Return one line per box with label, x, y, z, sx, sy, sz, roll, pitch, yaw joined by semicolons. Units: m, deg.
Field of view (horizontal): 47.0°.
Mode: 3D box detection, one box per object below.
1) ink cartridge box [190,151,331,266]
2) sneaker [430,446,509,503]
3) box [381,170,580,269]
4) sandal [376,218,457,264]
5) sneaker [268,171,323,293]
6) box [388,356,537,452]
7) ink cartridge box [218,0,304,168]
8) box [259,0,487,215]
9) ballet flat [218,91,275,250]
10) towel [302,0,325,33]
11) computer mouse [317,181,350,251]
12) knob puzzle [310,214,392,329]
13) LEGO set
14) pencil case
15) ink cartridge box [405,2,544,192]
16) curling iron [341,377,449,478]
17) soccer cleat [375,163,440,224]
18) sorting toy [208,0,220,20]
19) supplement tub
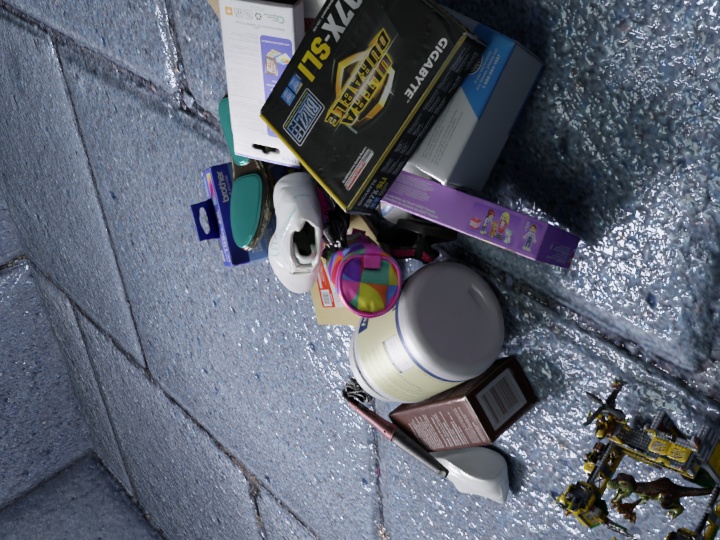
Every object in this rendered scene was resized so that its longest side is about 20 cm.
ink cartridge box;-0.135;-0.087;1.142;0.076;0.196;0.140;180;75;-73
sneaker;0.134;0.285;1.225;0.198;0.075;0.090;25;147;42
box;0.118;-0.057;0.864;0.197;0.136;0.040;24;97;28
sandal;0.065;-0.030;1.018;0.200;0.073;0.046;164;119;-77
sneaker;-0.080;-0.027;1.057;0.202;0.069;0.081;93;164;-51
box;0.132;0.185;1.109;0.076;0.099;0.199;59;149;-2
ink cartridge box;-0.110;-0.222;0.971;0.093;0.037;0.203;14;128;16
box;0.005;-0.184;0.807;0.160;0.049;0.201;49;114;28
ballet flat;-0.135;-0.131;1.072;0.067;0.075;0.205;-6;93;39
towel;-0.074;-0.297;0.944;0.141;0.023;0.201;10;149;21
computer mouse;-0.039;-0.132;0.992;0.139;0.051;0.205;-83;-7;-75
knob puzzle;-0.014;-0.013;1.212;0.218;0.030;0.225;22;119;45
LEGO set;0.286;0.210;0.854;0.116;0.155;0.199;44;171;-32
pencil case;0.000;0.000;1.044;0.200;0.087;0.090;-128;14;-77
ink cartridge box;0.063;-0.193;0.846;0.199;0.083;0.147;35;108;30
curling iron;0.043;0.219;1.143;0.199;0.025;0.050;41;148;26
soccer cleat;0.066;-0.139;0.983;0.085;0.070;0.203;20;134;19
sorting toy;-0.120;-0.377;1.037;0.201;0.069;0.200;58;149;4
supplement tub;0.077;0.087;1.063;0.147;0.144;0.200;57;148;4
